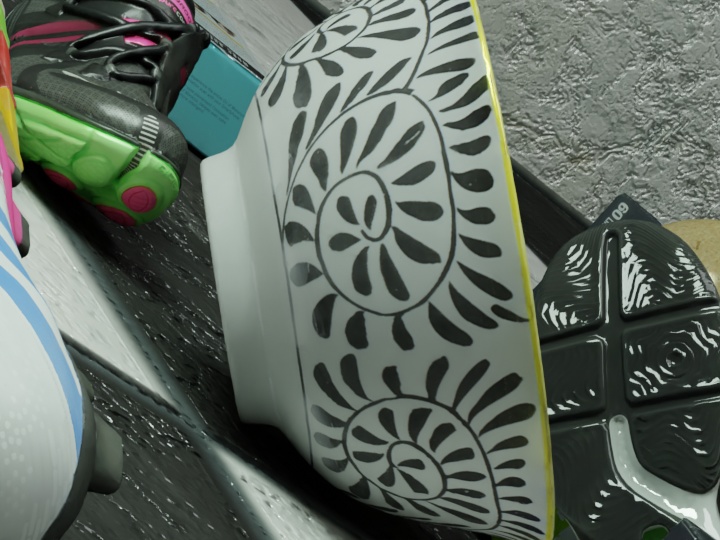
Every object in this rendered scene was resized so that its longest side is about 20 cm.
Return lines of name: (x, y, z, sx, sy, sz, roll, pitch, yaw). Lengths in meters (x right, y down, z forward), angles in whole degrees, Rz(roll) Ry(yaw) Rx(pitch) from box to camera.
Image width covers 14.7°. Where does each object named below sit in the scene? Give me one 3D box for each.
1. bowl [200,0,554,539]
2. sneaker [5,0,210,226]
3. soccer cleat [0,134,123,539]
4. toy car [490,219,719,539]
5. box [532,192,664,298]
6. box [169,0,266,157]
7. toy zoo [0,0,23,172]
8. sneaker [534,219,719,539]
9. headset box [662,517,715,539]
bowl: (0.000, 0.000, 0.911, 0.201, 0.094, 0.201, 171, -90, -89)
sneaker: (-0.099, -0.079, 1.054, 0.077, 0.084, 0.200, 37, 7, -24)
soccer cleat: (-0.112, -0.010, 0.579, 0.086, 0.070, 0.200, 36, 8, -36)
toy car: (0.139, 0.043, 1.090, 0.158, 0.200, 0.164, 38, 7, -21)
box: (0.178, 0.072, 1.466, 0.106, 0.122, 0.200, 34, 9, -46)
box: (-0.103, -0.121, 1.469, 0.082, 0.049, 0.200, 38, 7, -20)
toy zoo: (-0.146, -0.112, 0.946, 0.200, 0.020, 0.131, -110, -176, -64)
sneaker: (0.106, 0.090, 0.977, 0.115, 0.076, 0.201, 60, 19, -65)
headset box: (0.134, 0.176, 0.651, 0.174, 0.093, 0.200, 39, 7, -22)
